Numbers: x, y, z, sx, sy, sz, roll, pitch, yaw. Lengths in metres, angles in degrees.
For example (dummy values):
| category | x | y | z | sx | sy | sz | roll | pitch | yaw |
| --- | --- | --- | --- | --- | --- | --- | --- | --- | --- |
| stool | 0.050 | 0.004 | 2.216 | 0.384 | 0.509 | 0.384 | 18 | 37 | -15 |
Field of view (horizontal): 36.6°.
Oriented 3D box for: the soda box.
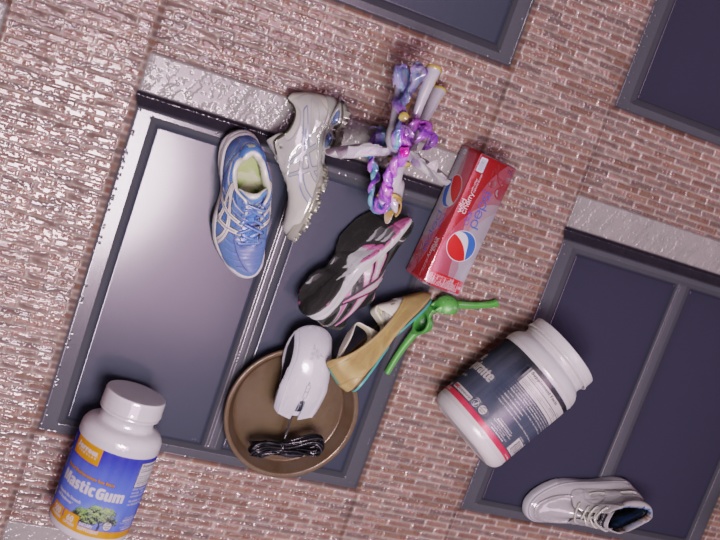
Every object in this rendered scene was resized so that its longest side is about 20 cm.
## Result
| category | x | y | z | sx | sy | sz | roll | pitch | yaw |
| --- | --- | --- | --- | --- | --- | --- | --- | --- | --- |
| soda box | 0.141 | -0.071 | 1.542 | 0.063 | 0.070 | 0.200 | 21 | 98 | -24 |

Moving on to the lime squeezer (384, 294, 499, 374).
| category | x | y | z | sx | sy | sz | roll | pitch | yaw |
| --- | --- | --- | --- | --- | --- | --- | --- | --- | --- |
| lime squeezer | 0.109 | 0.076 | 1.603 | 0.200 | 0.038 | 0.071 | -32 | 145 | -8 |

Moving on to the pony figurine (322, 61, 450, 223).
| category | x | y | z | sx | sy | sz | roll | pitch | yaw |
| --- | --- | --- | --- | --- | --- | --- | --- | --- | --- |
| pony figurine | 0.054 | -0.168 | 1.421 | 0.166 | 0.193 | 0.200 | 16 | 86 | 9 |

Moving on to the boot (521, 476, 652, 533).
| category | x | y | z | sx | sy | sz | roll | pitch | yaw |
| --- | --- | --- | --- | --- | --- | --- | --- | --- | --- |
| boot | 0.367 | 0.380 | 1.744 | 0.200 | 0.096 | 0.074 | -7 | 108 | -17 |

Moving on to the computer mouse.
| category | x | y | z | sx | sy | sz | roll | pitch | yaw |
| --- | --- | --- | --- | --- | --- | --- | --- | --- | --- |
| computer mouse | -0.086 | 0.175 | 1.524 | 0.110 | 0.044 | 0.200 | 9 | 103 | -20 |

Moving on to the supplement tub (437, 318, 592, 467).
| category | x | y | z | sx | sy | sz | roll | pitch | yaw |
| --- | --- | --- | --- | --- | --- | --- | --- | --- | --- |
| supplement tub | 0.227 | 0.180 | 1.610 | 0.200 | 0.140 | 0.140 | -39 | 114 | -5 |

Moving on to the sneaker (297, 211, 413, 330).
| category | x | y | z | sx | sy | sz | roll | pitch | yaw |
| --- | --- | --- | --- | --- | --- | --- | --- | --- | --- |
| sneaker | 0.000 | 0.000 | 1.526 | 0.200 | 0.080 | 0.086 | -44 | 138 | -4 |

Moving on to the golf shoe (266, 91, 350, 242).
| category | x | y | z | sx | sy | sz | roll | pitch | yaw |
| --- | --- | --- | --- | --- | --- | --- | --- | --- | --- |
| golf shoe | -0.084 | -0.142 | 1.455 | 0.097 | 0.078 | 0.200 | 17 | 95 | -5 |

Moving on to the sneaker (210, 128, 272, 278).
| category | x | y | z | sx | sy | sz | roll | pitch | yaw |
| --- | --- | --- | --- | --- | --- | --- | --- | --- | --- |
| sneaker | -0.155 | -0.082 | 1.434 | 0.076 | 0.077 | 0.200 | -8 | 110 | -18 |

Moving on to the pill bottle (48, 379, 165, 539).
| category | x | y | z | sx | sy | sz | roll | pitch | yaw |
| --- | --- | --- | --- | --- | --- | --- | --- | --- | --- |
| pill bottle | -0.333 | 0.253 | 1.455 | 0.112 | 0.112 | 0.200 | 18 | 100 | -23 |

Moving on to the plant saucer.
| category | x | y | z | sx | sy | sz | roll | pitch | yaw |
| --- | --- | --- | --- | --- | --- | --- | --- | --- | --- |
| plant saucer | -0.101 | 0.202 | 1.566 | 0.200 | 0.029 | 0.200 | -5 | 107 | -17 |

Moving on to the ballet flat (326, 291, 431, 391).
| category | x | y | z | sx | sy | sz | roll | pitch | yaw |
| --- | --- | --- | --- | --- | --- | --- | --- | --- | --- |
| ballet flat | 0.026 | 0.083 | 1.531 | 0.063 | 0.069 | 0.200 | 45 | 60 | -6 |
